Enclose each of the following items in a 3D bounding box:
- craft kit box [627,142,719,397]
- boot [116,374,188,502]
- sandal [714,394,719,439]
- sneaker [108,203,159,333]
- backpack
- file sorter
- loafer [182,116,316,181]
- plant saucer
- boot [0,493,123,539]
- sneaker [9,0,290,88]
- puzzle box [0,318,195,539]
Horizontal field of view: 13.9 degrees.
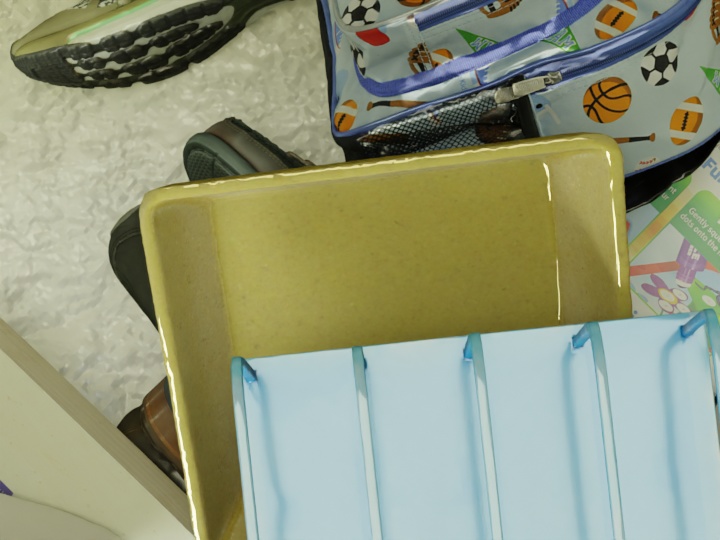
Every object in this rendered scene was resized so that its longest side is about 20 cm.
[{"bbox_3d":[0.172,-0.008,1.385,0.198,0.049,0.200,-45,83,5],"label":"craft kit box"},{"bbox_3d":[-0.053,0.149,1.401,0.097,0.075,0.200,-40,88,24],"label":"boot"},{"bbox_3d":[0.210,0.045,1.335,0.076,0.043,0.201,28,90,7],"label":"sandal"},{"bbox_3d":[-0.045,0.048,1.355,0.200,0.079,0.075,43,126,5],"label":"sneaker"},{"bbox_3d":[0.075,-0.112,1.311,0.189,0.155,0.201,-12,43,5],"label":"backpack"},{"bbox_3d":[0.051,0.092,1.169,0.199,0.123,0.140,-6,85,0],"label":"file sorter"},{"bbox_3d":[0.000,0.000,1.400,0.063,0.072,0.200,-41,88,-26],"label":"loafer"},{"bbox_3d":[0.016,0.028,1.261,0.199,0.049,0.201,-7,122,1],"label":"plant saucer"},{"bbox_3d":[-0.175,0.155,1.356,0.199,0.073,0.091,21,114,31],"label":"boot"},{"bbox_3d":[-0.084,-0.156,1.417,0.199,0.077,0.089,-28,71,-1],"label":"sneaker"},{"bbox_3d":[-0.151,0.125,1.386,0.200,0.025,0.133,43,114,15],"label":"puzzle box"}]
